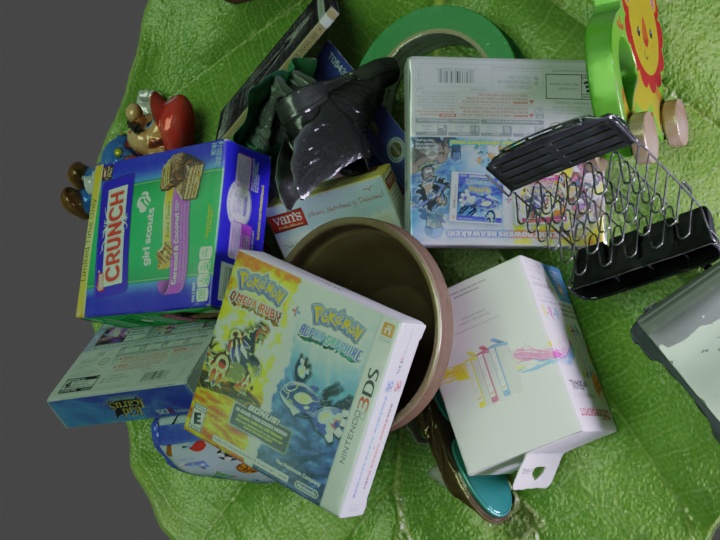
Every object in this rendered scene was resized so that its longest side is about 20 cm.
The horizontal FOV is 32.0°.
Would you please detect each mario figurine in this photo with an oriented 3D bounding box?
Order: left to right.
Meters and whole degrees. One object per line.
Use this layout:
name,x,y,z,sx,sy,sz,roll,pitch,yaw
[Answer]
mario figurine,-0.285,-0.153,1.500,0.199,0.106,0.125,-33,68,22

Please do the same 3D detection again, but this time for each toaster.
toaster,0.350,0.083,1.133,0.129,0.113,0.201,-43,65,14

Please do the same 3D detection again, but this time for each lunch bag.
lunch bag,-0.097,0.159,1.308,0.168,0.199,0.126,-11,79,27

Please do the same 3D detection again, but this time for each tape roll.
tape roll,0.085,-0.179,1.341,0.198,0.048,0.204,-3,83,27

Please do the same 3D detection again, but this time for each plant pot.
plant pot,0.014,0.054,1.184,0.199,0.092,0.204,-2,86,35

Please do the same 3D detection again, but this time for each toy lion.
toy lion,0.251,-0.202,1.179,0.068,0.200,0.195,-7,99,28

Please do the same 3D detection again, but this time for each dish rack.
dish rack,0.212,-0.057,1.119,0.152,0.199,0.055,-22,47,35

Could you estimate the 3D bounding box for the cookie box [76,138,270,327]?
cookie box,-0.194,-0.033,1.293,0.198,0.075,0.174,-7,73,38

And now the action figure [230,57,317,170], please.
action figure,-0.108,-0.126,1.343,0.055,0.118,0.201,43,131,16

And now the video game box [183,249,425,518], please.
video game box,-0.055,0.099,1.143,0.198,0.047,0.185,22,96,32

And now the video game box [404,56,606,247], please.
video game box,0.142,-0.114,1.240,0.197,0.047,0.185,1,84,-5

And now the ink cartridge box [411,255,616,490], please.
ink cartridge box,0.156,0.108,1.223,0.124,0.128,0.202,-25,73,22

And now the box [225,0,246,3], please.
box,-0.098,-0.387,1.417,0.197,0.127,0.111,-6,81,27

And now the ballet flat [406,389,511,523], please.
ballet flat,0.086,0.172,1.287,0.072,0.067,0.202,-37,77,44

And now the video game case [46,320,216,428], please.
video game case,-0.209,0.082,1.332,0.198,0.046,0.182,-10,35,33

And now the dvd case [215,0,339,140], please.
dvd case,-0.093,-0.228,1.400,0.016,0.149,0.200,37,106,-16

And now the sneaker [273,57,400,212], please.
sneaker,-0.017,-0.141,1.262,0.060,0.199,0.105,-26,90,49

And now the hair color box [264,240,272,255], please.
hair color box,-0.154,0.000,1.436,0.101,0.061,0.202,-36,68,20

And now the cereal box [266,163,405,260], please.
cereal box,0.000,0.000,1.312,0.142,0.040,0.202,-13,111,25

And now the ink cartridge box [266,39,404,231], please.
ink cartridge box,-0.042,-0.111,1.366,0.197,0.043,0.201,52,129,24
